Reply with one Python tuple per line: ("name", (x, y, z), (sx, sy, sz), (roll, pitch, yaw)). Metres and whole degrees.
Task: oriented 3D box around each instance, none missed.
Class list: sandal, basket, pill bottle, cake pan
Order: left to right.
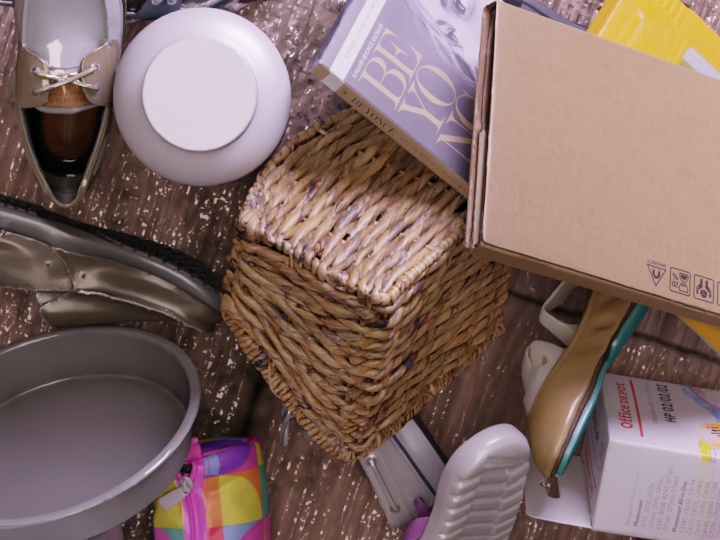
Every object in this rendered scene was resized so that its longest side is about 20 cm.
("cake pan", (-0.195, 0.109, 1.623), (0.200, 0.200, 0.037), (-16, 123, -1))
("pill bottle", (-0.098, -0.108, 1.602), (0.111, 0.200, 0.111), (0, 91, -2))
("basket", (0.000, 0.000, 1.621), (0.143, 0.200, 0.149), (28, 133, 21))
("sandal", (0.059, 0.162, 1.654), (0.082, 0.203, 0.050), (-11, 52, -34))

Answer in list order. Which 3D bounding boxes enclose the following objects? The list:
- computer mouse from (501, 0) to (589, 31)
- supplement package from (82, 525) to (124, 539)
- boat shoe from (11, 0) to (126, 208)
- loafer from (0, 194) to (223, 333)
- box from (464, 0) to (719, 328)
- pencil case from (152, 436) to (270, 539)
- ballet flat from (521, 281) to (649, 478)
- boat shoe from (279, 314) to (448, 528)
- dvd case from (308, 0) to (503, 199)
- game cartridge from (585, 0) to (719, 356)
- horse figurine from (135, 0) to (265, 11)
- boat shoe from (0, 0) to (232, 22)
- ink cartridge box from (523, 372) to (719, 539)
("computer mouse", (0.122, -0.121, 1.687), (0.200, 0.053, 0.139), (28, 89, -15))
("supplement package", (-0.245, 0.247, 1.607), (0.200, 0.191, 0.147), (-9, 103, -1))
("boat shoe", (-0.183, -0.127, 1.607), (0.075, 0.068, 0.200), (-3, 136, -4))
("loafer", (-0.179, 0.007, 1.674), (0.200, 0.075, 0.070), (19, 97, 7))
("box", (0.157, -0.064, 1.568), (0.200, 0.021, 0.164), (16, 66, -27))
("pencil case", (-0.097, 0.204, 1.673), (0.088, 0.088, 0.200), (-8, 93, -1))
("ballet flat", (0.137, 0.054, 1.648), (0.063, 0.069, 0.200), (25, 47, 8))
("boat shoe", (-0.022, 0.087, 1.681), (0.086, 0.075, 0.202), (-35, 102, 3))
("dvd case", (0.072, -0.115, 1.597), (0.200, 0.016, 0.149), (38, 49, -14))
("game cartridge", (0.209, -0.072, 1.634), (0.200, 0.032, 0.176), (43, 56, -17))
("horse figurine", (-0.140, -0.253, 1.672), (0.132, 0.050, 0.200), (-19, 95, 5))
("boat shoe", (-0.166, -0.188, 1.627), (0.200, 0.057, 0.067), (2, 114, -6))
("ink cartridge box", (0.209, 0.125, 1.656), (0.200, 0.115, 0.068), (9, 110, -2))
